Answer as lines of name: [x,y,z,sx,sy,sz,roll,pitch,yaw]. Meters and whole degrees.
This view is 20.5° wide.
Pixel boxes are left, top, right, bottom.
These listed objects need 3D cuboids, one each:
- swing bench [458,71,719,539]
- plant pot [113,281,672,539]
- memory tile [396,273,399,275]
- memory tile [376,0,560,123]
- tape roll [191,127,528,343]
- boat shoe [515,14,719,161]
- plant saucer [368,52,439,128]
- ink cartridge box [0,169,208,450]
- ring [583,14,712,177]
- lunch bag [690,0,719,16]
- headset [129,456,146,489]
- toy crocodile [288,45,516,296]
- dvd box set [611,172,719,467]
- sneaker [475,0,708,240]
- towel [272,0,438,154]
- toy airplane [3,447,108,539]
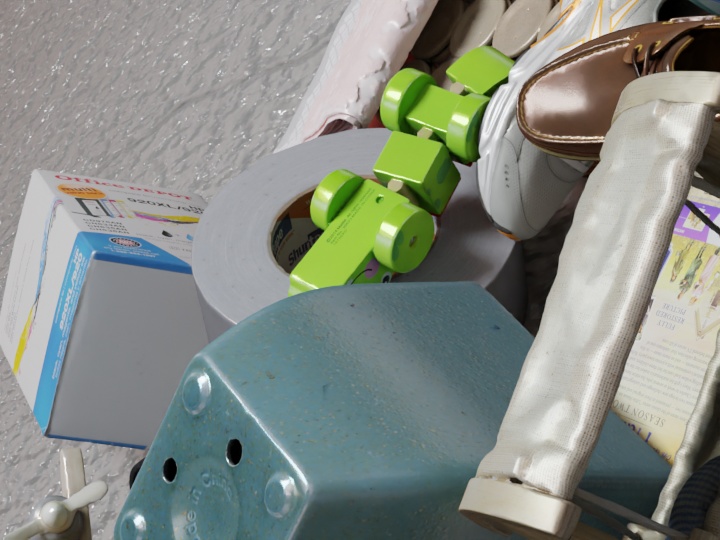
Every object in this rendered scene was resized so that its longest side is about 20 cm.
swing bench: [0.151,0.046,0.881,0.130,0.199,0.200,6,70,61]
plant pot: [-0.003,0.125,0.996,0.196,0.199,0.197,45,117,43]
memory tile: [-0.032,0.091,1.322,0.200,0.017,0.154,-37,53,40]
memory tile: [0.094,-0.155,1.287,0.200,0.017,0.154,10,69,59]
tape roll: [0.000,0.000,1.204,0.199,0.066,0.201,-6,42,5]
boat shoe: [0.168,-0.102,1.047,0.199,0.067,0.072,-7,83,30]
plant saucer: [0.006,-0.066,1.417,0.200,0.037,0.200,-51,29,21]
ink cartridge box: [-0.172,0.028,1.484,0.200,0.146,0.145,43,121,61]
ring: [0.177,-0.145,1.211,0.200,0.019,0.201,-40,36,37]
lunch bag: [0.227,-0.192,1.010,0.200,0.160,0.077,-12,56,58]
headset: [-0.078,0.134,1.239,0.123,0.094,0.200,-34,-2,-6]
toy crocodile: [0.030,-0.051,1.152,0.067,0.062,0.200,23,70,34]
dvd box set: [0.166,0.030,1.054,0.201,0.029,0.146,-64,28,-4]
sneaker: [0.140,-0.103,1.130,0.092,0.076,0.201,27,91,35]
towel: [0.012,-0.168,1.371,0.201,0.032,0.191,-63,12,-15]
toy airplane: [-0.158,0.230,1.156,0.200,0.140,0.200,43,124,48]
